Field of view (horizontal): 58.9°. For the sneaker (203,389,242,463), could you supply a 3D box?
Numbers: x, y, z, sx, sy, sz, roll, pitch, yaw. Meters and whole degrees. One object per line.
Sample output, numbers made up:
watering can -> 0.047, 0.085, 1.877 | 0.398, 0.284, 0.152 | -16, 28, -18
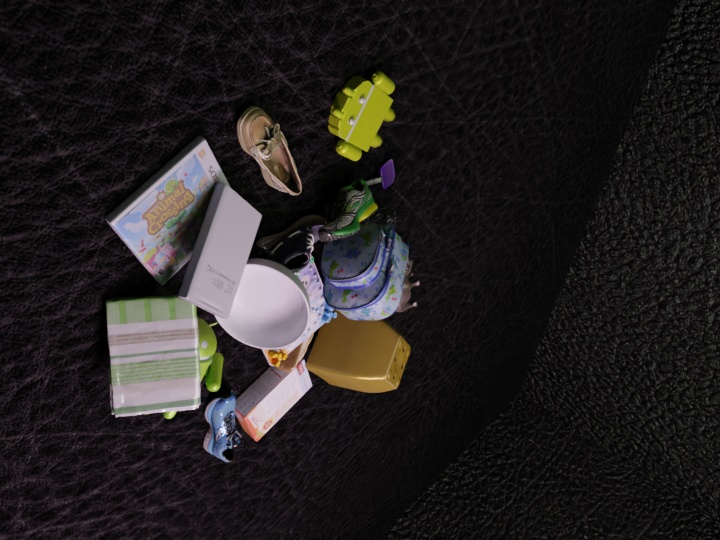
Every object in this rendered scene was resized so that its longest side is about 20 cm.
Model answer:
sneaker -> -0.297, 0.354, 1.442 | 0.078, 0.090, 0.201 | -28, 139, -43

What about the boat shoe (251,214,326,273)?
boat shoe -> -0.120, -0.048, 1.311 | 0.199, 0.092, 0.075 | -32, 139, -39

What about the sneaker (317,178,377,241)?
sneaker -> -0.038, -0.126, 1.350 | 0.200, 0.078, 0.086 | -52, 124, -48

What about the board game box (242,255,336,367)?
board game box -> -0.151, 0.078, 1.388 | 0.200, 0.026, 0.201 | -39, 126, -29

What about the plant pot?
plant pot -> 0.012, 0.206, 1.618 | 0.196, 0.199, 0.196 | -69, 154, -15

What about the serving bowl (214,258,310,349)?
serving bowl -> -0.188, 0.055, 1.243 | 0.066, 0.198, 0.201 | -72, 175, -55

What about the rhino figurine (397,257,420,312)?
rhino figurine -> 0.122, 0.039, 1.822 | 0.087, 0.060, 0.201 | -26, 137, -28

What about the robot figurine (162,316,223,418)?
robot figurine -> -0.337, 0.166, 1.162 | 0.175, 0.116, 0.201 | 23, 101, -30

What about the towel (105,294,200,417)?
towel -> -0.347, 0.141, 1.077 | 0.148, 0.031, 0.202 | -3, 99, -18

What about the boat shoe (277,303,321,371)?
boat shoe -> -0.145, 0.138, 1.500 | 0.069, 0.073, 0.201 | 39, 75, -85

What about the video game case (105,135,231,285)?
video game case -> -0.300, -0.095, 1.059 | 0.200, 0.022, 0.183 | -47, 150, -18

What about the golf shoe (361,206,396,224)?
golf shoe -> 0.025, -0.065, 1.567 | 0.201, 0.077, 0.094 | -58, 169, 5

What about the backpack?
backpack -> 0.000, 0.000, 1.403 | 0.147, 0.182, 0.202 | 36, 55, -53

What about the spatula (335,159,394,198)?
spatula -> 0.015, -0.196, 1.453 | 0.199, 0.020, 0.057 | -31, 122, -34

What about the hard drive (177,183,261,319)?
hard drive -> -0.238, -0.030, 1.100 | 0.132, 0.026, 0.202 | 45, 58, -62

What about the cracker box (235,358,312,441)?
cracker box -> -0.213, 0.304, 1.560 | 0.200, 0.058, 0.134 | -43, 148, -25

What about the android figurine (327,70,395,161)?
android figurine -> 0.004, -0.317, 1.298 | 0.183, 0.041, 0.200 | -61, 153, 8

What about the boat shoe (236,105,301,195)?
boat shoe -> -0.154, -0.210, 1.130 | 0.073, 0.063, 0.200 | -50, 151, -12
